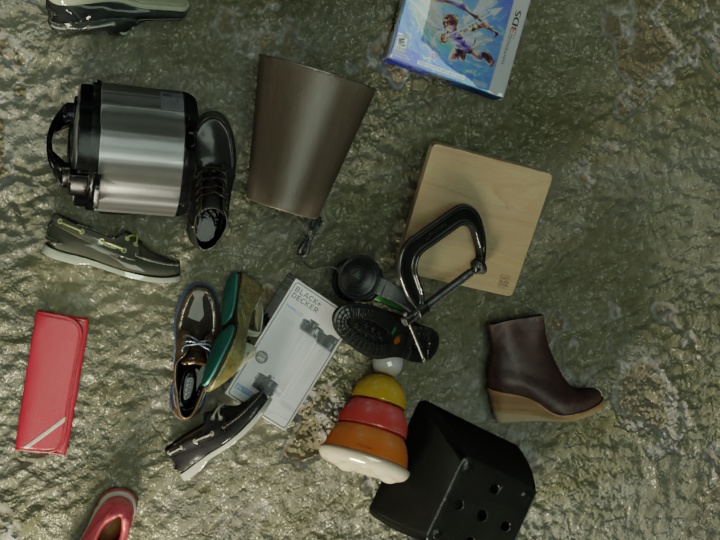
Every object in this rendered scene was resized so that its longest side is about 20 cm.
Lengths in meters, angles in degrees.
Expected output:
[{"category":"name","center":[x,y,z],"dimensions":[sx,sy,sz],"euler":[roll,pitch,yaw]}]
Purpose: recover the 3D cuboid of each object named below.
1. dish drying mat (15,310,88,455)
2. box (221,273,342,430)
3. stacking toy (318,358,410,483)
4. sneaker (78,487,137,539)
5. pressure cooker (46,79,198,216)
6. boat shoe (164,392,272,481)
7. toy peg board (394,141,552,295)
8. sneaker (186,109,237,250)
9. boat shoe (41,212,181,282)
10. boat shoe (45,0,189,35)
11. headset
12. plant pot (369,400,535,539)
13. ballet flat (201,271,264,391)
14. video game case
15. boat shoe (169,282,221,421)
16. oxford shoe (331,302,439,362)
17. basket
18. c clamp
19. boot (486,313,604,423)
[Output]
[{"category":"dish drying mat","center":[-0.447,0.164,1.472],"dimensions":[0.075,0.018,0.204],"euler":[10,93,-14]},{"category":"box","center":[-0.110,0.121,1.530],"dimensions":[0.116,0.060,0.202],"euler":[34,87,-15]},{"category":"stacking toy","center":[0.029,0.211,1.556],"dimensions":[0.144,0.146,0.204],"euler":[22,74,-15]},{"category":"sneaker","center":[-0.390,0.416,1.477],"dimensions":[0.073,0.087,0.203],"euler":[26,89,-14]},{"category":"pressure cooker","center":[-0.326,-0.168,1.389],"dimensions":[0.196,0.176,0.183],"euler":[3,91,-18]},{"category":"boat shoe","center":[-0.209,0.231,1.483],"dimensions":[0.199,0.074,0.061],"euler":[-40,92,28]},{"category":"toy peg board","center":[0.164,-0.089,1.574],"dimensions":[0.196,0.098,0.203],"euler":[12,108,-14]},{"category":"sneaker","center":[-0.209,-0.128,1.456],"dimensions":[0.073,0.106,0.205],"euler":[2,95,-14]},{"category":"boat shoe","center":[-0.349,-0.030,1.450],"dimensions":[0.198,0.072,0.061],"euler":[14,97,-11]},{"category":"boat shoe","center":[-0.341,-0.367,1.431],"dimensions":[0.196,0.072,0.068],"euler":[-4,133,-20]},{"category":"headset","center":[0.000,0.000,1.518],"dimensions":[0.197,0.123,0.095],"euler":[24,84,-8]},{"category":"plant pot","center":[0.156,0.348,1.561],"dimensions":[0.197,0.177,0.203],"euler":[27,90,-14]},{"category":"ballet flat","center":[-0.176,0.092,1.467],"dimensions":[0.070,0.071,0.203],"euler":[20,50,-15]},{"category":"video game case","center":[0.150,-0.380,1.553],"dimensions":[0.196,0.045,0.185],"euler":[15,91,-15]},{"category":"boat shoe","center":[-0.239,0.121,1.492],"dimensions":[0.071,0.072,0.205],"euler":[4,95,-14]},{"category":"oxford shoe","center":[0.022,0.089,1.517],"dimensions":[0.198,0.084,0.074],"euler":[23,92,-42]},{"category":"basket","center":[-0.086,-0.187,1.471],"dimensions":[0.177,0.136,0.204],"euler":[15,96,-2]},{"category":"c clamp","center":[0.122,0.006,1.500],"dimensions":[0.199,0.027,0.173],"euler":[-40,117,-24]},{"category":"boot","center":[0.298,0.155,1.629],"dimensions":[0.196,0.072,0.170],"euler":[-4,99,-10]}]
